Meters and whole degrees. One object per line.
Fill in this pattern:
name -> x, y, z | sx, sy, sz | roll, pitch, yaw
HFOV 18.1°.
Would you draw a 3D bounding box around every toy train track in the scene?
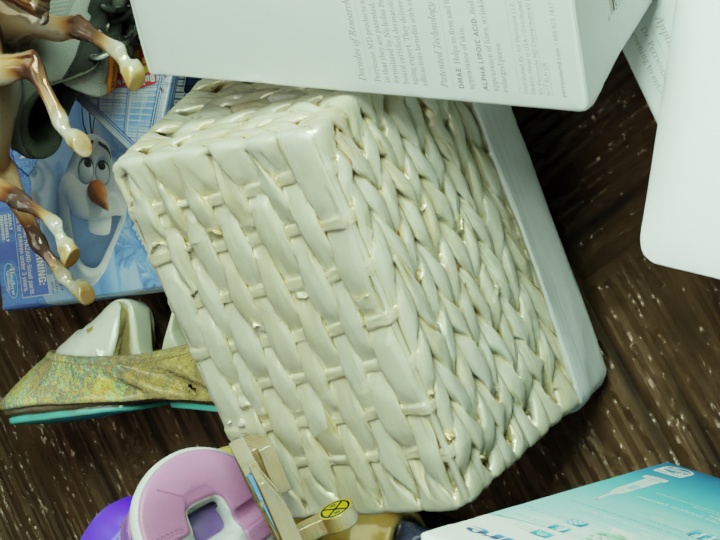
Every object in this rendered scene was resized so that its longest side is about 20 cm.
toy train track -> -0.016, 0.107, 0.896 | 0.200, 0.032, 0.115 | -132, 19, -68

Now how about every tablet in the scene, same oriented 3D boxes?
tablet -> 0.176, -0.090, 0.870 | 0.129, 0.014, 0.202 | 14, 101, 36

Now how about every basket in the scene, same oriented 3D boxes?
basket -> 0.000, 0.000, 0.989 | 0.135, 0.123, 0.201 | -7, 115, 38

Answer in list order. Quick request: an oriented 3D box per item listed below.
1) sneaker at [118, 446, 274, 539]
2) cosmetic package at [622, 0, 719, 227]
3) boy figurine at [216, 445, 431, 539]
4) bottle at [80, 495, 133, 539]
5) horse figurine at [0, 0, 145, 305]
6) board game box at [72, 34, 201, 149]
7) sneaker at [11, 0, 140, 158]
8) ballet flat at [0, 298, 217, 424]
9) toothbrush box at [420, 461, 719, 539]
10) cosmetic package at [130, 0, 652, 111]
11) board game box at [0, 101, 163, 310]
sneaker -> -0.056, 0.180, 1.060 | 0.088, 0.080, 0.201 | -24, 92, 60
cosmetic package -> 0.208, -0.105, 0.897 | 0.199, 0.074, 0.102 | -32, 75, 33
boy figurine -> -0.006, 0.132, 1.085 | 0.199, 0.064, 0.125 | 31, 117, 29
bottle -> -0.066, 0.200, 1.134 | 0.200, 0.065, 0.084 | 41, 122, 28
horse figurine -> -0.161, -0.071, 0.997 | 0.132, 0.050, 0.201 | 38, 137, 21
board game box -> -0.119, -0.150, 1.097 | 0.199, 0.061, 0.202 | 5, 95, 35
sneaker -> -0.120, -0.133, 1.025 | 0.079, 0.074, 0.200 | 48, 125, 12
ballet flat -> -0.100, 0.044, 1.150 | 0.199, 0.071, 0.071 | -4, 91, 32
toothbrush box -> 0.101, 0.170, 0.920 | 0.085, 0.199, 0.148 | 15, 102, 35
cosmetic package -> 0.013, -0.133, 0.913 | 0.199, 0.113, 0.082 | 7, 130, 27
board game box -> -0.115, -0.089, 1.163 | 0.198, 0.043, 0.202 | -8, 88, 36
